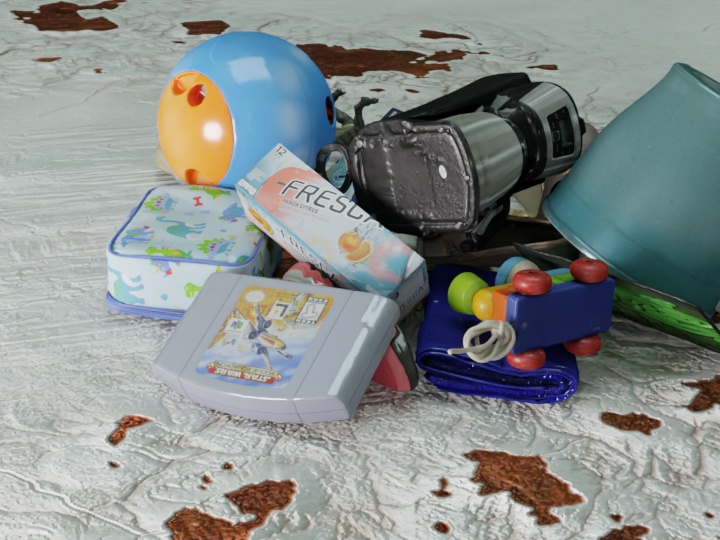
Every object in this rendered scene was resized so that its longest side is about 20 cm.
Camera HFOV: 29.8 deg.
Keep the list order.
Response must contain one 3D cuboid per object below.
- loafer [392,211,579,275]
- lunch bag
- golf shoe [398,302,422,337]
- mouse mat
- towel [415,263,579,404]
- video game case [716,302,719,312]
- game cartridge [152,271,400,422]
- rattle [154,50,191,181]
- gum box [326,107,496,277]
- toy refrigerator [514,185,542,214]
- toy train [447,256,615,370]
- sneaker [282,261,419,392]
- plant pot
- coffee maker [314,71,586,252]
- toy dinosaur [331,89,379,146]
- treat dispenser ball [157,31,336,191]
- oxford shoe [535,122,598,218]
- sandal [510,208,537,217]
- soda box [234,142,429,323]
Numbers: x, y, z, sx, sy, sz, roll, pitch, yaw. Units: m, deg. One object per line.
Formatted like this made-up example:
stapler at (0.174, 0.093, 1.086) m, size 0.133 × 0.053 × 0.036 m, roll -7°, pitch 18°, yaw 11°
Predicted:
loafer at (0.122, -0.035, 1.366) m, size 0.199 × 0.063 × 0.072 m, roll 4°, pitch 61°, yaw 8°
lunch bag at (-0.168, -0.020, 1.374) m, size 0.160 × 0.083 × 0.200 m, roll 6°, pitch 25°, yaw 5°
golf shoe at (0.000, 0.000, 1.357) m, size 0.078 × 0.097 × 0.200 m, roll -38°, pitch 62°, yaw -4°
mouse mat at (0.251, 0.028, 1.278) m, size 0.199 × 0.008 × 0.161 m, roll 20°, pitch -10°, yaw 36°
towel at (0.128, 0.061, 1.274) m, size 0.147 × 0.050 × 0.200 m, roll 11°, pitch 25°, yaw 2°
video game case at (0.370, -0.005, 1.460) m, size 0.199 × 0.022 × 0.182 m, roll 12°, pitch 26°, yaw 18°
game cartridge at (-0.078, 0.067, 1.178) m, size 0.199 × 0.042 × 0.133 m, roll 7°, pitch 46°, yaw 28°
rattle at (-0.182, -0.166, 1.632) m, size 0.130 × 0.143 × 0.200 m, roll 19°, pitch 17°, yaw -8°
gum box at (0.055, -0.091, 1.507) m, size 0.200 × 0.045 × 0.170 m, roll 26°, pitch 63°, yaw 41°
toy refrigerator at (0.230, -0.114, 1.620) m, size 0.070 × 0.076 × 0.200 m, roll -5°, pitch 25°, yaw -14°
toy train at (0.118, 0.032, 1.185) m, size 0.199 × 0.085 × 0.116 m, roll -10°, pitch 21°, yaw -36°
sneaker at (-0.027, 0.070, 1.233) m, size 0.087 × 0.074 × 0.200 m, roll -37°, pitch 42°, yaw -22°
plant pot at (0.309, -0.087, 1.302) m, size 0.199 × 0.188 × 0.200 m, roll 29°, pitch 19°, yaw -11°
coffee maker at (0.092, -0.124, 1.331) m, size 0.192 × 0.135 × 0.200 m, roll 27°, pitch 34°, yaw 30°
toy dinosaur at (-0.015, -0.183, 1.733) m, size 0.199 × 0.089 × 0.047 m, roll 13°, pitch 17°, yaw 20°
treat dispenser ball at (-0.126, -0.164, 1.505) m, size 0.200 × 0.202 × 0.201 m, roll 2°, pitch 25°, yaw -1°
oxford shoe at (0.231, -0.089, 1.461) m, size 0.071 × 0.073 × 0.201 m, roll 19°, pitch 60°, yaw -2°
sandal at (0.123, -0.086, 1.556) m, size 0.211 × 0.070 × 0.078 m, roll 12°, pitch 26°, yaw 21°
soda box at (-0.027, -0.032, 1.282) m, size 0.200 × 0.068 × 0.064 m, roll 39°, pitch 73°, yaw 23°
